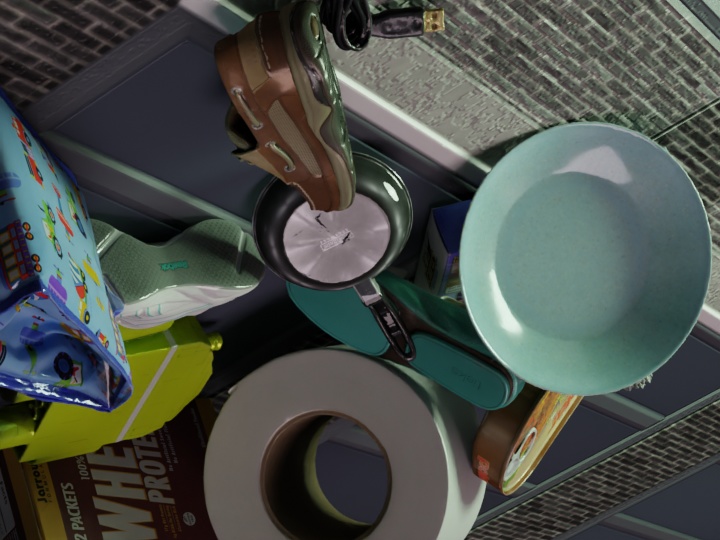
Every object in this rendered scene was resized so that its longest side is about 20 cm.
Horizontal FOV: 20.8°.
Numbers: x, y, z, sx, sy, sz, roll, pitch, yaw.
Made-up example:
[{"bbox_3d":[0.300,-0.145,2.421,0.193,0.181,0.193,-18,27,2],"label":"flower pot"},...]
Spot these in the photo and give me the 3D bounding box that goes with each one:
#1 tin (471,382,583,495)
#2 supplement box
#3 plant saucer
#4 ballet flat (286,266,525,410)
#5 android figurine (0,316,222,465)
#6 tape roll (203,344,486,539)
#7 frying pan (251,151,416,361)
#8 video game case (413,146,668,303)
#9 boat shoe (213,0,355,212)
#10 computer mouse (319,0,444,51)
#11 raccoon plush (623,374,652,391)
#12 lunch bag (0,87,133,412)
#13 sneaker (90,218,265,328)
[{"bbox_3d":[0.151,0.086,1.552,0.200,0.042,0.112,-52,155,-24],"label":"tin"},{"bbox_3d":[-0.231,0.214,1.627,0.196,0.134,0.200,0,149,-38],"label":"supplement box"},{"bbox_3d":[0.163,-0.010,1.459,0.199,0.203,0.039,-15,-171,-13],"label":"plant saucer"},{"bbox_3d":[0.037,0.037,1.488,0.070,0.199,0.068,-53,169,-55],"label":"ballet flat"},{"bbox_3d":[-0.191,0.084,1.474,0.199,0.041,0.183,-13,148,-39],"label":"android figurine"},{"bbox_3d":[-0.009,0.159,1.559,0.201,0.204,0.139,-28,172,15],"label":"tape roll"},{"bbox_3d":[-0.017,0.001,1.390,0.114,0.031,0.192,-7,124,-5],"label":"frying pan"},{"bbox_3d":[0.143,-0.014,1.564,0.198,0.046,0.182,-15,156,-13],"label":"video game case"},{"bbox_3d":[-0.048,-0.098,1.219,0.073,0.076,0.200,-12,152,2],"label":"boat shoe"},{"bbox_3d":[0.068,-0.179,1.163,0.198,0.046,0.141,-15,154,-13],"label":"computer mouse"},{"bbox_3d":[0.195,0.084,1.761,0.133,0.098,0.200,-23,157,23],"label":"raccoon plush"},{"bbox_3d":[-0.195,-0.007,1.182,0.093,0.152,0.200,-26,155,14],"label":"lunch bag"},{"bbox_3d":[-0.161,0.011,1.346,0.199,0.071,0.080,1,150,-41],"label":"sneaker"}]
